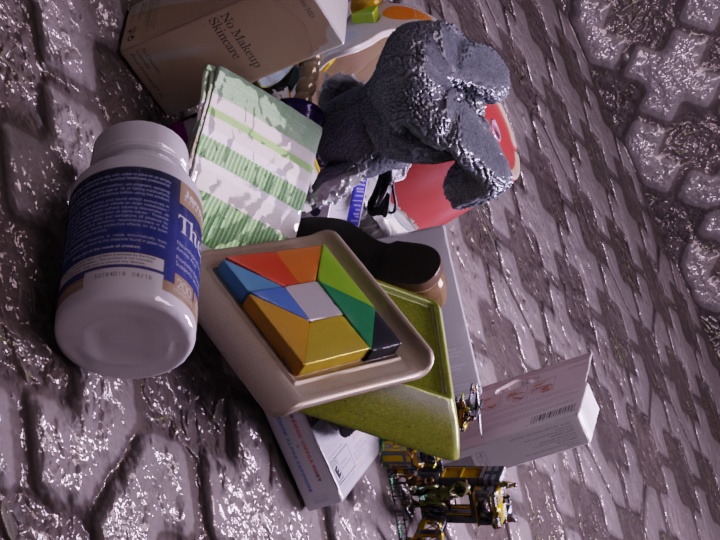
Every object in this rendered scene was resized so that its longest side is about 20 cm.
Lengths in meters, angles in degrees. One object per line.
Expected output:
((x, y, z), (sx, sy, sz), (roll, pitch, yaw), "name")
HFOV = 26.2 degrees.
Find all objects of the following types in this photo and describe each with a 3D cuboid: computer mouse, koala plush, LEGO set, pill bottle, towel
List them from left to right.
((-0.184, -0.022, 1.250), (0.111, 0.111, 0.201), (49, 29, -43), "pill bottle")
((-0.113, -0.076, 1.460), (0.152, 0.023, 0.201), (29, 66, -39), "towel")
((0.030, -0.156, 1.598), (0.184, 0.199, 0.178), (31, 53, -44), "koala plush")
((0.037, -0.140, 1.800), (0.200, 0.044, 0.110), (-67, 163, -70), "computer mouse")
((0.104, 0.227, 1.658), (0.154, 0.115, 0.201), (-41, 126, -66), "LEGO set")

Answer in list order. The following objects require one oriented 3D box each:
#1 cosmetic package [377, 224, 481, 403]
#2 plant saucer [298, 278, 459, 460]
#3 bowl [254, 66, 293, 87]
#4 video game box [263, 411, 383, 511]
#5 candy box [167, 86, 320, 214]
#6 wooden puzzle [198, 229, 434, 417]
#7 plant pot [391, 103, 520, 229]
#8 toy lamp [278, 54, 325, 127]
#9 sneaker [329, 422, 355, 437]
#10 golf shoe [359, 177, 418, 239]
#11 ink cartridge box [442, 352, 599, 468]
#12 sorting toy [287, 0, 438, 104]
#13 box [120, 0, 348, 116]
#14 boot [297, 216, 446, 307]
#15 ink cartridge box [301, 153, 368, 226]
((0.065, 0.058, 1.759), (0.090, 0.106, 0.201), (93, -13, -78), "cosmetic package")
((0.011, 0.070, 1.482), (0.199, 0.048, 0.200), (20, 37, -20), "plant saucer")
((-0.107, -0.311, 1.679), (0.107, 0.201, 0.200), (28, 19, 9), "bowl")
((-0.042, 0.121, 1.565), (0.183, 0.047, 0.200), (69, 21, -8), "video game box")
((-0.108, -0.109, 1.588), (0.137, 0.061, 0.200), (68, 20, -5), "candy box")
((-0.049, 0.038, 1.398), (0.200, 0.037, 0.185), (-14, 55, -43), "wooden puzzle")
((0.096, -0.151, 1.973), (0.201, 0.177, 0.201), (52, 27, -40), "plant pot")
((-0.053, -0.208, 1.598), (0.058, 0.058, 0.201), (45, 49, -48), "toy lamp")
((-0.005, 0.095, 1.548), (0.080, 0.074, 0.200), (41, 27, -6), "sneaker")
((0.007, -0.064, 1.839), (0.097, 0.078, 0.201), (-6, 69, -57), "golf shoe")
((0.189, 0.180, 1.865), (0.045, 0.199, 0.176), (65, 21, -13), "ink cartridge box")
((-0.024, -0.232, 1.770), (0.107, 0.200, 0.180), (46, 25, -2), "sorting toy")
((-0.119, -0.235, 1.479), (0.095, 0.199, 0.078), (53, 26, -36), "box")
((0.000, 0.000, 1.618), (0.074, 0.199, 0.076), (-59, 149, -25), "boot")
((-0.025, -0.098, 1.743), (0.099, 0.039, 0.201), (1, 100, -68), "ink cartridge box")
